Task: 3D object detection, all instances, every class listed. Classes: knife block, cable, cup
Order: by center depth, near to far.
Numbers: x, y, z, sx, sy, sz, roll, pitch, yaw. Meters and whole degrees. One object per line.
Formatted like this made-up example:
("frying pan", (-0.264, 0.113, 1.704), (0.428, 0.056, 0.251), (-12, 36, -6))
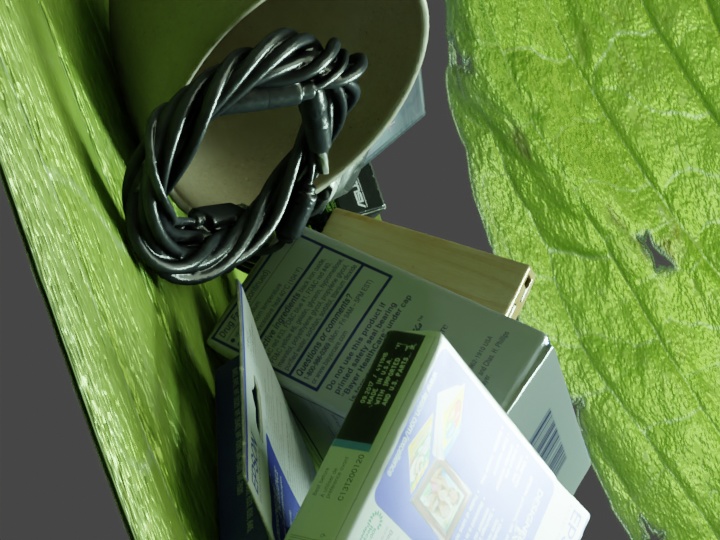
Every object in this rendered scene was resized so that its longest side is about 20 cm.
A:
("cable", (-0.062, -0.066, 1.109), (0.051, 0.163, 0.200), (42, 14, 21))
("cup", (-0.077, -0.151, 1.206), (0.143, 0.200, 0.200), (48, -7, 29))
("knife block", (0.000, 0.000, 1.331), (0.175, 0.064, 0.200), (33, -22, -17))

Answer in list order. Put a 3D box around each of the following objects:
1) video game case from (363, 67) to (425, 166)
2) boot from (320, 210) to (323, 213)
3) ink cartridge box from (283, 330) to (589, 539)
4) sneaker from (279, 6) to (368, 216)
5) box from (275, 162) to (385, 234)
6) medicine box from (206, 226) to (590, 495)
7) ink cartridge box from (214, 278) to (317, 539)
("video game case", (-0.007, -0.146, 1.427), (0.200, 0.019, 0.144), (-42, 132, -51))
("boot", (-0.108, -0.119, 1.443), (0.200, 0.075, 0.097), (56, -16, -25))
("ink cartridge box", (0.035, 0.166, 1.040), (0.200, 0.043, 0.199), (49, 58, -41))
("sneaker", (-0.017, -0.137, 1.322), (0.090, 0.066, 0.201), (-11, 112, -66))
("box", (-0.053, -0.118, 1.636), (0.201, 0.047, 0.193), (71, -21, 5))
("medicine box", (0.028, 0.085, 1.234), (0.199, 0.103, 0.182), (25, -20, 27))
("ink cartridge box", (-0.050, 0.139, 1.089), (0.198, 0.047, 0.201), (-98, 166, -60))
